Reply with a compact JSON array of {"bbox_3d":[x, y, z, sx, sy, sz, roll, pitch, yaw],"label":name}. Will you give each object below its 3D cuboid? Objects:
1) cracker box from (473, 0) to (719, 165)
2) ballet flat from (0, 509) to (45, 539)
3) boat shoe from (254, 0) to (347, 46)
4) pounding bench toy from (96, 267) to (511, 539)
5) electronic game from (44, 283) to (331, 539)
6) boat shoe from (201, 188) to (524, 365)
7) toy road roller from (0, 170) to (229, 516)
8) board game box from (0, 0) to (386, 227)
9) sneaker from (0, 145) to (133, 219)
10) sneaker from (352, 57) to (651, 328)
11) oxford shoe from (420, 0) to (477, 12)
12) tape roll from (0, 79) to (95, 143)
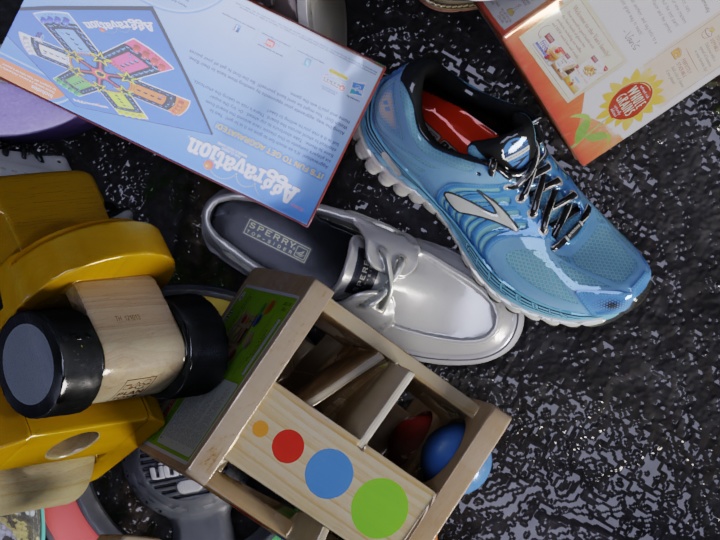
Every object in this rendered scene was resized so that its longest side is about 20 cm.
[{"bbox_3d":[0.174,-0.165,1.472,0.200,0.134,0.058,-33,50,4],"label":"cracker box"},{"bbox_3d":[-0.235,0.086,1.526,0.072,0.072,0.200,-11,82,4],"label":"ballet flat"},{"bbox_3d":[-0.049,-0.189,1.519,0.059,0.072,0.200,-4,99,16],"label":"boat shoe"},{"bbox_3d":[-0.036,0.126,1.452,0.156,0.124,0.200,36,81,-16],"label":"pounding bench toy"},{"bbox_3d":[-0.102,0.108,1.541,0.200,0.042,0.200,0,91,4],"label":"electronic game"},{"bbox_3d":[0.000,0.000,1.520,0.200,0.066,0.072,27,92,4],"label":"boat shoe"},{"bbox_3d":[-0.178,0.035,1.432,0.200,0.123,0.146,-43,65,39],"label":"toy road roller"},{"bbox_3d":[-0.097,-0.113,1.472,0.200,0.019,0.103,26,92,-8],"label":"board game box"},{"bbox_3d":[-0.215,-0.047,1.489,0.200,0.074,0.080,35,83,-35],"label":"sneaker"},{"bbox_3d":[0.084,-0.045,1.491,0.200,0.090,0.078,38,62,2],"label":"sneaker"},{"bbox_3d":[0.118,-0.209,1.506,0.200,0.074,0.071,-26,89,4],"label":"oxford shoe"},{"bbox_3d":[-0.203,-0.175,1.525,0.200,0.085,0.200,0,91,5],"label":"tape roll"}]
